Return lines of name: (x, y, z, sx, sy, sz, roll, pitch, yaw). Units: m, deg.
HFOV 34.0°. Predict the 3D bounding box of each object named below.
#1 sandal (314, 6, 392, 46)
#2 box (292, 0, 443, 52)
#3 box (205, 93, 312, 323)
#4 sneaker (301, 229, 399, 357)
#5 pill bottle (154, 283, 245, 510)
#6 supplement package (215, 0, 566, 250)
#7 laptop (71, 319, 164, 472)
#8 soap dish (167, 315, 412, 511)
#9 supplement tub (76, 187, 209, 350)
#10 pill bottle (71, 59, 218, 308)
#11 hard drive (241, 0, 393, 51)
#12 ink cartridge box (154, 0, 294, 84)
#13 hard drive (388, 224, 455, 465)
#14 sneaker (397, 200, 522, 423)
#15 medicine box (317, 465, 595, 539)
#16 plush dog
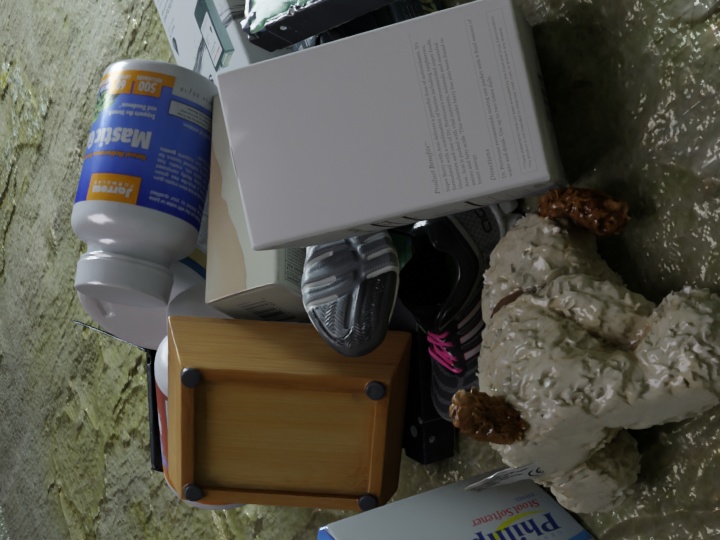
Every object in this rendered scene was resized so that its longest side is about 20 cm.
sandal: (0.001, -0.139, 0.891, 0.076, 0.043, 0.201, -41, 64, 56)
box: (0.007, -0.186, 0.961, 0.158, 0.051, 0.201, -49, 57, 55)
box: (-0.072, -0.058, 1.002, 0.078, 0.095, 0.201, -16, 61, 30)
sneaker: (0.000, 0.000, 0.914, 0.116, 0.075, 0.200, 62, -166, -51)
pill bottle: (-0.130, 0.114, 1.078, 0.112, 0.112, 0.200, 48, 145, 43)
supplement package: (0.024, -0.093, 0.790, 0.120, 0.199, 0.122, -7, -95, -75)
laptop: (-0.202, 0.150, 1.268, 0.116, 0.187, 0.201, -23, 60, 27)
soap dish: (-0.062, 0.120, 0.965, 0.081, 0.199, 0.158, -89, 3, -64)
supplement tub: (-0.188, -0.036, 1.184, 0.145, 0.144, 0.200, 123, 165, -51)
pill bottle: (-0.191, -0.073, 1.035, 0.112, 0.112, 0.201, -17, 61, 60)
hard drive: (-0.004, -0.253, 0.854, 0.200, 0.038, 0.140, -14, 67, 39)
ink cartridge box: (-0.115, -0.223, 1.127, 0.146, 0.084, 0.201, -48, 59, 55)
hard drive: (0.027, 0.053, 1.022, 0.140, 0.038, 0.201, 16, 114, 58)
sneaker: (0.065, 0.033, 0.896, 0.074, 0.087, 0.201, 40, 133, 48)
medicine box: (0.062, 0.273, 0.889, 0.103, 0.182, 0.201, 40, 132, 47)
plush dog: (0.124, 0.041, 0.765, 0.200, 0.160, 0.172, 114, 159, -46)
